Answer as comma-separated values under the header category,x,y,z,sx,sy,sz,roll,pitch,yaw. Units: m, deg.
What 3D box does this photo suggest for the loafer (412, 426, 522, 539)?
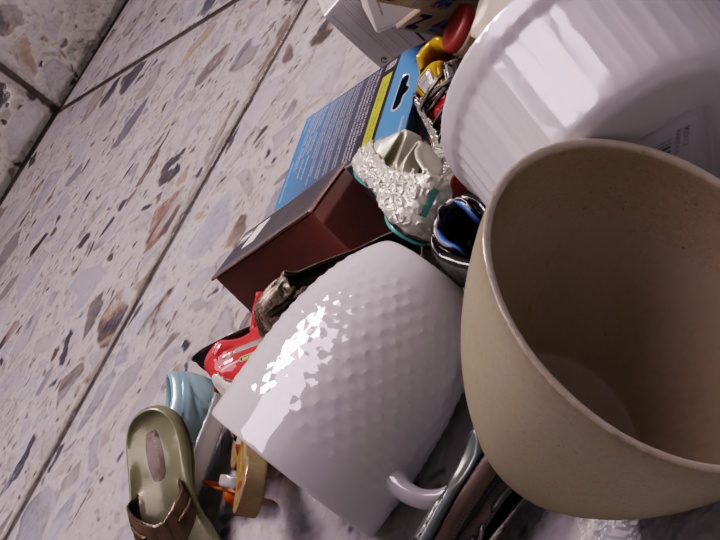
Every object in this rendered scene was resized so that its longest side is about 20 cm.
category,x,y,z,sx,sy,sz,roll,pitch,yaw
loafer,0.074,0.153,0.702,0.202,0.062,0.072,-60,-10,-7

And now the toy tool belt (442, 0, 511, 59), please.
category,x,y,z,sx,sy,sz,roll,pitch,yaw
toy tool belt,0.162,-0.204,0.963,0.200,0.121,0.127,-18,52,67

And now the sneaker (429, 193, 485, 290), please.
category,x,y,z,sx,sy,sz,roll,pitch,yaw
sneaker,0.088,-0.022,0.836,0.073,0.111,0.200,-51,26,2

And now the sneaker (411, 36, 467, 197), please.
category,x,y,z,sx,sy,sz,roll,pitch,yaw
sneaker,0.079,-0.138,1.030,0.078,0.082,0.202,-39,30,26

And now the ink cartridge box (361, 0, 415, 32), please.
category,x,y,z,sx,sy,sz,roll,pitch,yaw
ink cartridge box,0.087,-0.320,1.126,0.197,0.084,0.147,-21,22,3

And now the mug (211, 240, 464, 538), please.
category,x,y,z,sx,sy,sz,roll,pitch,yaw
mug,0.019,0.086,0.809,0.199,0.148,0.176,31,80,36

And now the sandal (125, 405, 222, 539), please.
category,x,y,z,sx,sy,sz,roll,pitch,yaw
sandal,-0.170,0.208,0.973,0.079,0.057,0.203,-27,62,8

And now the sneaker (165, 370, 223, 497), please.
category,x,y,z,sx,sy,sz,roll,pitch,yaw
sneaker,-0.186,0.185,1.059,0.074,0.081,0.202,123,167,-56

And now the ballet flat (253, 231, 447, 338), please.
category,x,y,z,sx,sy,sz,roll,pitch,yaw
ballet flat,0.000,0.000,0.920,0.198,0.047,0.067,-22,35,-27

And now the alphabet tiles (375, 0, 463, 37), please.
category,x,y,z,sx,sy,sz,roll,pitch,yaw
alphabet tiles,0.109,-0.264,1.047,0.166,0.198,0.008,-31,73,39

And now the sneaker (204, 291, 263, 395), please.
category,x,y,z,sx,sy,sz,roll,pitch,yaw
sneaker,-0.049,0.041,0.949,0.199,0.085,0.078,-35,-22,-41

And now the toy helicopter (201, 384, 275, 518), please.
category,x,y,z,sx,sy,sz,roll,pitch,yaw
toy helicopter,-0.096,0.155,0.965,0.200,0.078,0.134,-105,33,-72

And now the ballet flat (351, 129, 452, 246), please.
category,x,y,z,sx,sy,sz,roll,pitch,yaw
ballet flat,0.042,-0.082,0.976,0.072,0.071,0.200,-48,24,9

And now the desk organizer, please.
category,x,y,z,sx,sy,sz,roll,pitch,yaw
desk organizer,-0.058,-0.020,1.117,0.199,0.077,0.072,-29,21,51

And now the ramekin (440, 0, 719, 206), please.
category,x,y,z,sx,sy,sz,roll,pitch,yaw
ramekin,0.157,-0.088,0.704,0.200,0.199,0.098,-43,51,20

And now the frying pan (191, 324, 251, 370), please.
category,x,y,z,sx,sy,sz,roll,pitch,yaw
frying pan,-0.071,0.057,1.088,0.187,0.031,0.115,-20,-11,-9

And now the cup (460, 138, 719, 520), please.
category,x,y,z,sx,sy,sz,roll,pitch,yaw
cup,0.132,0.052,0.613,0.144,0.197,0.202,117,169,-48

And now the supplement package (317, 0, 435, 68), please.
category,x,y,z,sx,sy,sz,roll,pitch,yaw
supplement package,0.058,-0.336,1.267,0.200,0.119,0.122,-46,25,15

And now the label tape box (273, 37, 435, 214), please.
category,x,y,z,sx,sy,sz,roll,pitch,yaw
label tape box,0.009,-0.130,1.162,0.199,0.066,0.145,-25,37,41
